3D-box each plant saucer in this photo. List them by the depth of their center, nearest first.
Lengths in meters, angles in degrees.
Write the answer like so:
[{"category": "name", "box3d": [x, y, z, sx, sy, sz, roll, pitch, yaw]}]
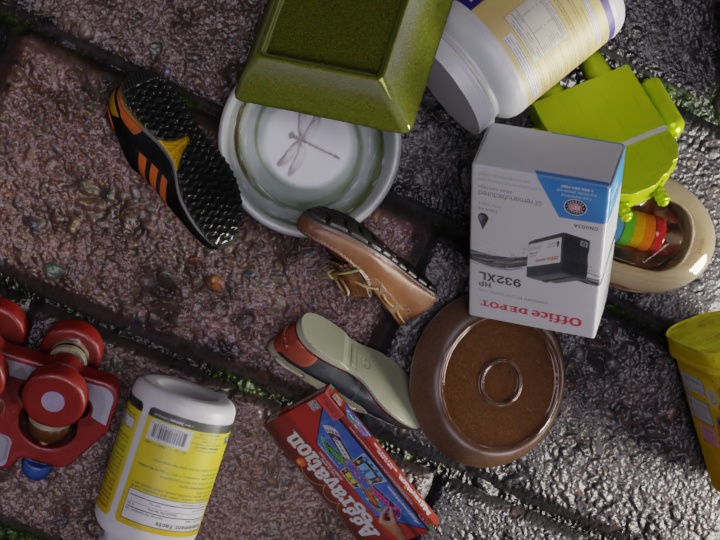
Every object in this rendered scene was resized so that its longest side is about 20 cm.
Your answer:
[{"category": "plant saucer", "box3d": [-0.017, -0.255, 1.203, 0.198, 0.048, 0.202, 13, 75, 17]}, {"category": "plant saucer", "box3d": [-0.056, -0.138, 1.279, 0.197, 0.050, 0.203, -1, 97, -10]}, {"category": "plant saucer", "box3d": [0.152, 0.124, 1.337, 0.198, 0.034, 0.203, 0, 91, -20]}]

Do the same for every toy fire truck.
[{"category": "toy fire truck", "box3d": [-0.359, 0.136, 1.236, 0.198, 0.113, 0.169, 18, 117, -11]}]

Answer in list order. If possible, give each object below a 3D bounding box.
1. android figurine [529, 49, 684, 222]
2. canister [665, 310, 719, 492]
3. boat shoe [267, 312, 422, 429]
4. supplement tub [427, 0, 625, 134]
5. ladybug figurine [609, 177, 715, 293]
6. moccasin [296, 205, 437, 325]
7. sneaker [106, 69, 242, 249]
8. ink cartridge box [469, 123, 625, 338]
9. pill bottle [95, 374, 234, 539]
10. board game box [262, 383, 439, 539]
[{"category": "android figurine", "box3d": [0.267, -0.147, 1.297, 0.180, 0.041, 0.201, -24, 68, -8]}, {"category": "canister", "box3d": [0.432, 0.161, 1.355, 0.086, 0.149, 0.202, -20, 102, -8]}, {"category": "boat shoe", "box3d": [-0.012, 0.120, 1.310, 0.199, 0.072, 0.062, 37, 126, -25]}, {"category": "supplement tub", "box3d": [0.164, -0.255, 1.258, 0.199, 0.145, 0.146, -39, 101, -5]}, {"category": "ladybug figurine", "box3d": [0.302, -0.048, 1.344, 0.198, 0.072, 0.137, 17, 92, -12]}, {"category": "moccasin", "box3d": [-0.001, -0.001, 1.271, 0.078, 0.074, 0.201, -46, 137, 7]}, {"category": "sneaker", "box3d": [-0.196, -0.108, 1.241, 0.070, 0.090, 0.201, -35, 98, -33]}, {"category": "ink cartridge box", "box3d": [0.192, -0.039, 1.248, 0.143, 0.084, 0.202, 11, 131, 16]}, {"category": "pill bottle", "box3d": [-0.213, 0.221, 1.251, 0.111, 0.112, 0.202, 18, 93, -12]}, {"category": "board game box", "box3d": [-0.011, 0.223, 1.313, 0.102, 0.019, 0.201, -30, 104, 35]}]
